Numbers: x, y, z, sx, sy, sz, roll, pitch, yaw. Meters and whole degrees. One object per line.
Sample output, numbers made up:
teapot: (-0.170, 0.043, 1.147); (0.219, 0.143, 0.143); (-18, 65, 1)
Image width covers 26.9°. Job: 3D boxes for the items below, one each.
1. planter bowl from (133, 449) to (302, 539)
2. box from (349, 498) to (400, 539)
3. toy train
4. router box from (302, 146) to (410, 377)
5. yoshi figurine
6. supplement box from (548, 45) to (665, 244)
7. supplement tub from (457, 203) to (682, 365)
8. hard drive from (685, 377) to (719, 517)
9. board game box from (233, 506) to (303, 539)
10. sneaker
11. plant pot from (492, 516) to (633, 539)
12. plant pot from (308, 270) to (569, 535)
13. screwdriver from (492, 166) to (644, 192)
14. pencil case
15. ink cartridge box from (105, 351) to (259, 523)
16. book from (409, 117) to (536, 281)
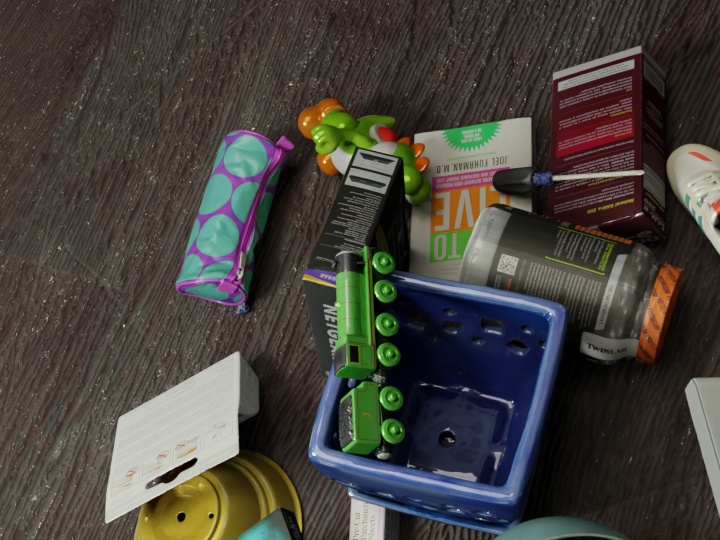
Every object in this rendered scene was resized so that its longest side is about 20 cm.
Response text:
planter bowl: (-0.166, 0.264, 1.546); (0.199, 0.083, 0.201); (-12, 58, 20)
box: (0.017, 0.204, 1.513); (0.041, 0.039, 0.201); (-9, 60, 23)
toy train: (0.004, 0.068, 1.322); (0.042, 0.056, 0.201); (132, 141, -55)
router box: (0.000, 0.000, 1.496); (0.052, 0.200, 0.158); (14, 61, 12)
yoshi figurine: (-0.005, -0.106, 1.635); (0.200, 0.112, 0.113); (39, 122, 51)
supplement box: (0.254, -0.120, 1.547); (0.108, 0.061, 0.201); (-13, 57, 34)
supplement tub: (0.201, 0.017, 1.455); (0.199, 0.123, 0.123); (17, 72, 16)
hard drive: (0.390, 0.151, 1.293); (0.199, 0.027, 0.133); (-1, 57, -13)
board game box: (-0.088, 0.341, 1.410); (0.135, 0.028, 0.201); (-37, 52, 16)
sneaker: (0.355, -0.064, 1.454); (0.070, 0.093, 0.200); (-31, 54, 8)
plant pot: (0.168, 0.296, 1.314); (0.200, 0.200, 0.135); (-39, 16, 2)
plant pot: (0.080, 0.134, 1.411); (0.199, 0.180, 0.201); (12, 67, 13)
screwdriver: (0.203, -0.094, 1.503); (0.200, 0.029, 0.028); (-2, 68, 55)
pencil case: (-0.141, -0.058, 1.709); (0.092, 0.085, 0.201); (-6, 60, 42)
ink cartridge box: (-0.182, 0.182, 1.567); (0.159, 0.047, 0.200); (-28, 26, 9)
book: (0.123, -0.063, 1.607); (0.133, 0.048, 0.201); (-8, 59, 18)
